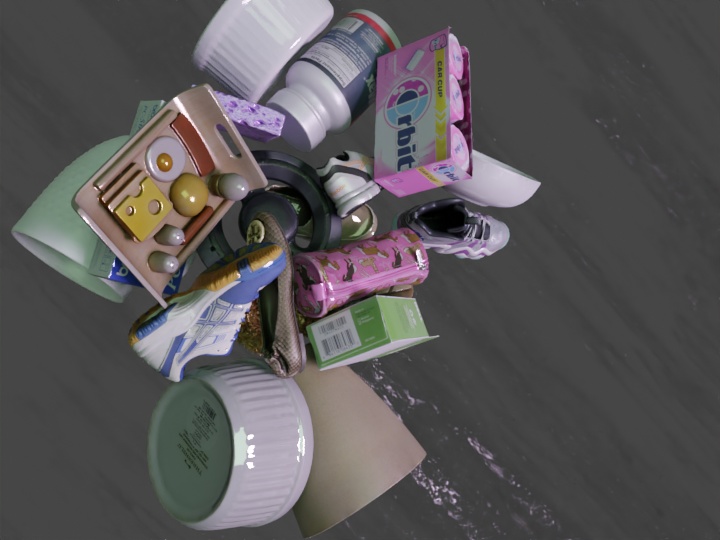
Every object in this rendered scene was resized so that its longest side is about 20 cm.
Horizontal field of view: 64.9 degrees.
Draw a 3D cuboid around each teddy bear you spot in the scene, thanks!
[{"bbox_3d":[-0.138,0.042,0.756,0.198,0.067,0.146,14,77,2],"label":"teddy bear"}]

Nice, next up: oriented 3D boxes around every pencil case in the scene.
[{"bbox_3d":[0.000,0.000,0.724,0.199,0.086,0.083,-15,73,-39],"label":"pencil case"}]

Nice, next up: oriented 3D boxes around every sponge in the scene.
[{"bbox_3d":[-0.166,-0.199,0.741,0.111,0.200,0.030,13,95,-16],"label":"sponge"}]

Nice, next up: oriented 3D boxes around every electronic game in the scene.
[{"bbox_3d":[-0.121,-0.063,0.747,0.198,0.042,0.202,3,77,-14],"label":"electronic game"}]

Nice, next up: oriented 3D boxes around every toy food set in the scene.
[{"bbox_3d":[-0.192,-0.080,0.610,0.201,0.060,0.144,-58,139,-29],"label":"toy food set"}]

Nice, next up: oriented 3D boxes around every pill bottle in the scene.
[{"bbox_3d":[-0.039,-0.272,0.829,0.120,0.120,0.200,44,73,-7],"label":"pill bottle"}]

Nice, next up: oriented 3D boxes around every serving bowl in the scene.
[{"bbox_3d":[0.164,-0.145,0.851,0.198,0.200,0.066,21,108,-13],"label":"serving bowl"}]

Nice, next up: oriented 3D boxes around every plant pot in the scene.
[{"bbox_3d":[-0.044,0.202,0.744,0.186,0.187,0.201,-28,78,-18],"label":"plant pot"}]

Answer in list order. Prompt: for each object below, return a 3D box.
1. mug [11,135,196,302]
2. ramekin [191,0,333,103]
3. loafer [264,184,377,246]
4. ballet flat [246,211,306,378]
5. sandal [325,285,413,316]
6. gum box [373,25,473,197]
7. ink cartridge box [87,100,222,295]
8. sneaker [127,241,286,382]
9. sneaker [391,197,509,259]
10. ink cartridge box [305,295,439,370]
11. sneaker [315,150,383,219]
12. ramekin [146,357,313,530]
[{"bbox_3d":[-0.294,-0.058,0.721,0.200,0.147,0.176,47,61,-37],"label":"mug"},{"bbox_3d":[-0.128,-0.321,0.772,0.098,0.200,0.201,43,73,-14],"label":"ramekin"},{"bbox_3d":[-0.066,-0.079,0.820,0.198,0.068,0.077,5,81,-16],"label":"loafer"},{"bbox_3d":[-0.108,0.029,0.674,0.046,0.067,0.202,-7,85,-36],"label":"ballet flat"},{"bbox_3d":[-0.024,0.032,0.821,0.198,0.054,0.081,0,75,-7],"label":"sandal"},{"bbox_3d":[0.083,-0.212,0.756,0.066,0.113,0.202,23,63,-51],"label":"gum box"},{"bbox_3d":[-0.230,-0.080,0.648,0.094,0.044,0.202,24,78,-56],"label":"ink cartridge box"},{"bbox_3d":[-0.159,0.046,0.644,0.199,0.075,0.088,-33,112,3],"label":"sneaker"},{"bbox_3d":[0.157,-0.064,0.847,0.198,0.140,0.079,0,83,-16],"label":"sneaker"},{"bbox_3d":[0.024,0.080,0.752,0.103,0.200,0.060,-24,77,21],"label":"ink cartridge box"},{"bbox_3d":[0.003,-0.140,0.799,0.073,0.200,0.080,-34,95,25],"label":"sneaker"},{"bbox_3d":[-0.163,0.204,0.672,0.105,0.199,0.202,13,76,-52],"label":"ramekin"}]
